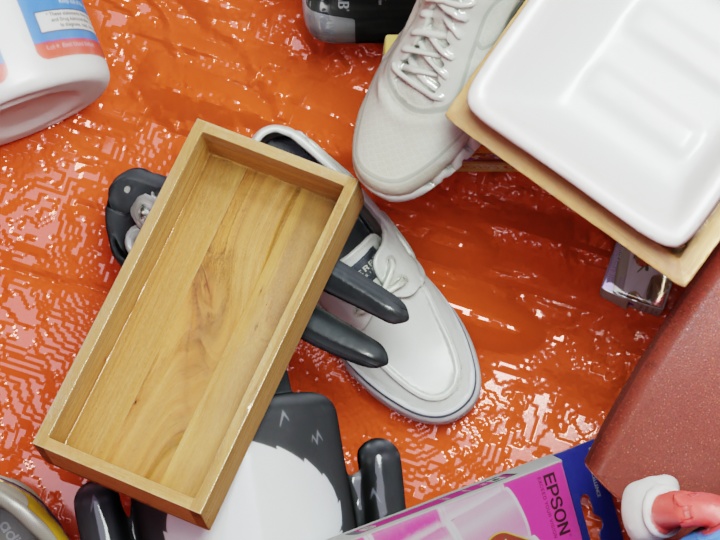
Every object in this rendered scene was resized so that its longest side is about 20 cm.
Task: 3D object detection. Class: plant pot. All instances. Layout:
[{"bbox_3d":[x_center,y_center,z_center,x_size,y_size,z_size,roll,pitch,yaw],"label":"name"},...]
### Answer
[{"bbox_3d":[0.232,0.085,1.344,0.200,0.200,0.176,44,97,7],"label":"plant pot"}]

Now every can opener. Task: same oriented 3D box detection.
[{"bbox_3d":[-0.060,-0.005,1.385,0.199,0.079,0.064,21,101,27],"label":"can opener"}]

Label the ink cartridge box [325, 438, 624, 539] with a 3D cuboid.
[{"bbox_3d":[0.071,0.165,1.358,0.199,0.037,0.095,-18,94,-32],"label":"ink cartridge box"}]

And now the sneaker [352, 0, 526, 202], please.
[{"bbox_3d":[0.050,-0.128,1.296,0.075,0.081,0.200,35,100,20],"label":"sneaker"}]

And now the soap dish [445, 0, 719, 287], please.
[{"bbox_3d":[0.163,-0.112,1.254,0.157,0.081,0.200,36,91,21],"label":"soap dish"}]

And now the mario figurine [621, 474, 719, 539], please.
[{"bbox_3d":[0.200,0.147,1.241,0.123,0.106,0.200,40,112,-16],"label":"mario figurine"}]

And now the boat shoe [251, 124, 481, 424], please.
[{"bbox_3d":[0.000,0.000,1.418,0.072,0.066,0.200,-31,83,-2],"label":"boat shoe"}]

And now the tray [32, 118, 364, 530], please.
[{"bbox_3d":[-0.083,0.027,1.324,0.098,0.037,0.201,21,71,14],"label":"tray"}]

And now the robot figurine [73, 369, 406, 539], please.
[{"bbox_3d":[-0.064,0.137,1.373,0.150,0.125,0.201,-13,82,28],"label":"robot figurine"}]

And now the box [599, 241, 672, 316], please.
[{"bbox_3d":[0.187,-0.073,1.433,0.039,0.041,0.201,19,85,5],"label":"box"}]

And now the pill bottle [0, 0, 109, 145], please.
[{"bbox_3d":[-0.228,-0.179,1.426,0.112,0.112,0.201,-22,83,-1],"label":"pill bottle"}]

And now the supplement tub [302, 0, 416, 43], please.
[{"bbox_3d":[0.068,-0.189,1.410,0.199,0.123,0.123,1,83,2],"label":"supplement tub"}]

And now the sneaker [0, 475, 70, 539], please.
[{"bbox_3d":[-0.166,0.200,1.387,0.075,0.090,0.200,-42,83,-3],"label":"sneaker"}]

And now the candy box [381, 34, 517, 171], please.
[{"bbox_3d":[0.122,-0.092,1.372,0.199,0.117,0.057,2,80,20],"label":"candy box"}]
